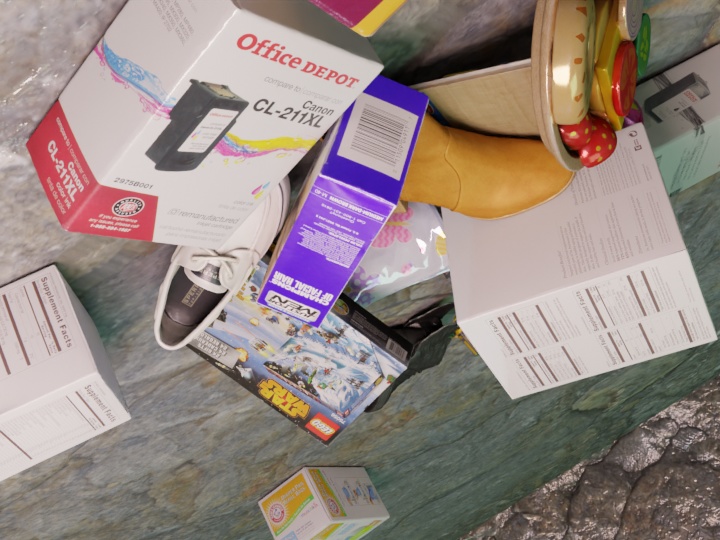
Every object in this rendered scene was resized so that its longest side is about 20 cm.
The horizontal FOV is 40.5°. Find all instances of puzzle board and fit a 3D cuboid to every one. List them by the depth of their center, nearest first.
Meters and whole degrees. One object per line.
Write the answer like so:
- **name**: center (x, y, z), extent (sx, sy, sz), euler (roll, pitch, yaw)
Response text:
- **puzzle board**: center (0.116, -0.130, 0.870), extent (0.150, 0.017, 0.200), euler (-7, 161, 24)

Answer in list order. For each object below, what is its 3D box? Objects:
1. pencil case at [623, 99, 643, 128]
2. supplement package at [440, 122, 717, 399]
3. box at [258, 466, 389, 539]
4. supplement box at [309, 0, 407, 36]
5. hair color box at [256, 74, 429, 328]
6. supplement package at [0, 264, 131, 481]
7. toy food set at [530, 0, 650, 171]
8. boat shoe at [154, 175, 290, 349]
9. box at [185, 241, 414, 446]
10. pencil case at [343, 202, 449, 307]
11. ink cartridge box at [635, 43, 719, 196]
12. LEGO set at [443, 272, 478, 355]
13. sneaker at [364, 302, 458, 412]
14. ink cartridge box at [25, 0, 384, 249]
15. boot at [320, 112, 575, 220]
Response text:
- **pencil case**: center (0.194, -0.116, 0.984), extent (0.088, 0.089, 0.200), euler (0, 140, -47)
- **supplement package**: center (0.198, -0.004, 0.902), extent (0.199, 0.152, 0.151), euler (-19, 139, 18)
- **box**: center (-0.059, 0.399, 1.625), extent (0.112, 0.102, 0.200), euler (-39, 154, 17)
- **supplement box**: center (-0.041, -0.221, 0.475), extent (0.103, 0.131, 0.200), euler (-40, 152, 20)
- **hair color box**: center (-0.019, -0.050, 0.765), extent (0.065, 0.110, 0.200), euler (22, 146, -6)
- **supplement package**: center (-0.309, 0.102, 0.799), extent (0.199, 0.110, 0.114), euler (-25, 154, -11)
- **toy food set**: center (0.185, -0.179, 0.775), extent (0.048, 0.199, 0.200), euler (7, 156, 28)
- **boat shoe**: center (-0.123, -0.011, 0.815), extent (0.072, 0.066, 0.200), euler (32, 124, -14)
- **box**: center (-0.069, 0.062, 0.913), extent (0.137, 0.200, 0.040), euler (-48, -170, 32)
- **pencil case**: center (0.000, 0.000, 0.972), extent (0.199, 0.091, 0.083), euler (-31, 155, -1)
- **ink cartridge box**: center (0.328, -0.142, 1.075), extent (0.199, 0.085, 0.146), euler (-26, 155, -6)
- **LEGO set**: center (0.169, -0.003, 1.164), extent (0.200, 0.116, 0.154), euler (-41, 175, -6)
- **sneaker**: center (0.065, 0.119, 1.295), extent (0.104, 0.060, 0.200), euler (-11, 146, -26)
- **ink cartridge box**: center (-0.105, -0.113, 0.659), extent (0.200, 0.083, 0.145), euler (-44, 151, 27)
- **boot**: center (0.076, -0.099, 0.829), extent (0.200, 0.071, 0.144), euler (-6, 158, 17)
